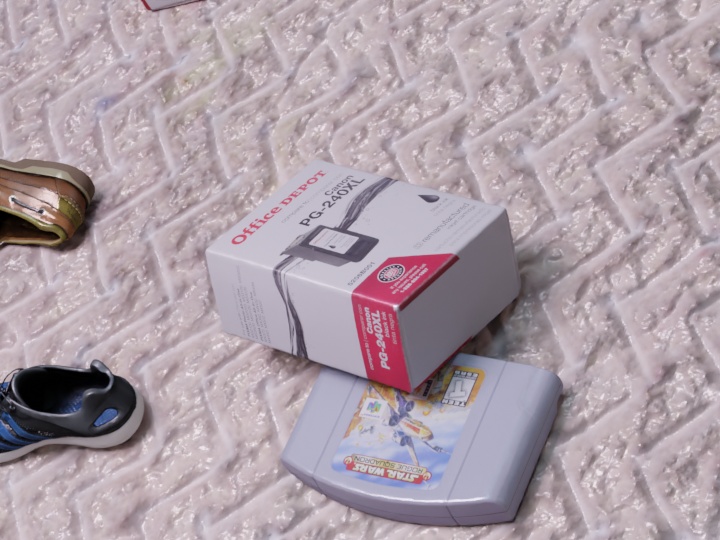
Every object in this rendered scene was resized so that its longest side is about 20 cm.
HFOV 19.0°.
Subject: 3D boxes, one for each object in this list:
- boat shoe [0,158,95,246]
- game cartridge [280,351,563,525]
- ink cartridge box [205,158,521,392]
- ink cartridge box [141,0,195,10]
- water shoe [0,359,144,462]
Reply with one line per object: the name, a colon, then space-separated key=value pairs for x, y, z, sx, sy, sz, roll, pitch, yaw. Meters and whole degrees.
boat shoe: x=-0.336 y=-0.060 z=1.918 sx=0.198 sy=0.072 sz=0.068 roll=1 pitch=54 yaw=28
game cartridge: x=0.041 y=0.121 z=1.610 sx=0.198 sy=0.042 sz=0.134 roll=8 pitch=55 yaw=32
ink cartridge box: x=0.000 y=0.000 z=1.661 sx=0.199 sy=0.084 sz=0.145 roll=16 pitch=43 yaw=37
ink cartridge box: x=-0.185 y=-0.372 z=2.033 sx=0.082 sy=0.147 sz=0.201 roll=-11 pitch=50 yaw=22
water shoe: x=-0.273 y=0.105 z=1.753 sx=0.198 sy=0.079 sz=0.072 roll=-9 pitch=51 yaw=21
